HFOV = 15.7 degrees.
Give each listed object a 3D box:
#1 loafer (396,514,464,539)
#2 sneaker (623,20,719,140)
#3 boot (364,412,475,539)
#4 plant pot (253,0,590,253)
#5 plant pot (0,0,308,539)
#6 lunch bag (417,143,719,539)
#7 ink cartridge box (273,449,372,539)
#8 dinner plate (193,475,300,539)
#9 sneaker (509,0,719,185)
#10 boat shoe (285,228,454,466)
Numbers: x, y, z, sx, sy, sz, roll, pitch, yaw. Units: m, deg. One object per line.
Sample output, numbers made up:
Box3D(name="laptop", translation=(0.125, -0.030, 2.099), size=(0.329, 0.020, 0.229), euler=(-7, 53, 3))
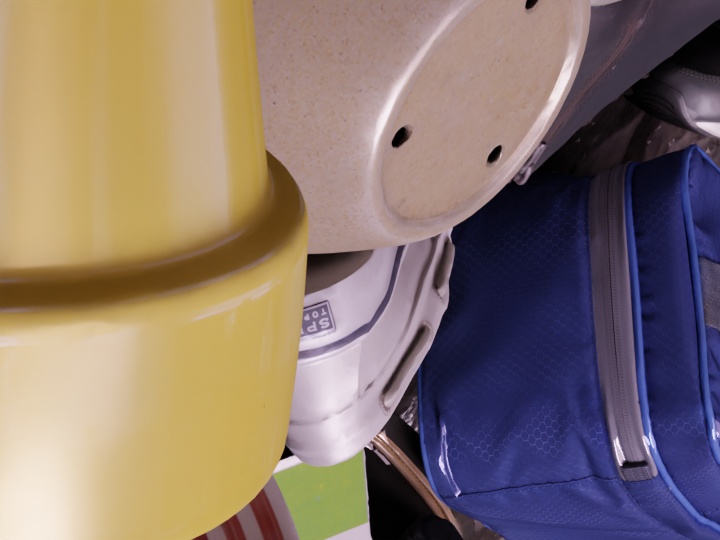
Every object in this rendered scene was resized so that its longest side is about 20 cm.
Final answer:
Box3D(name="loafer", translation=(0.028, 0.154, 1.022), size=(0.072, 0.073, 0.200), euler=(-31, 154, -3))
Box3D(name="sneaker", translation=(0.173, -0.123, 1.081), size=(0.200, 0.074, 0.085), euler=(-39, 145, -43))
Box3D(name="boot", translation=(-0.025, 0.131, 1.060), size=(0.138, 0.077, 0.200), euler=(-40, 150, -14))
Box3D(name="plant pot", translation=(-0.013, -0.082, 0.757), size=(0.200, 0.134, 0.201), euler=(-38, 150, -27))
Box3D(name="plant pot", translation=(-0.104, -0.054, 0.602), size=(0.200, 0.200, 0.190), euler=(-16, 121, -49))
Box3D(name="lunch bag", translation=(0.113, 0.039, 1.042), size=(0.200, 0.132, 0.137), euler=(35, 52, -64))
Box3D(name="ink cartridge box", translation=(-0.070, 0.140, 0.954), size=(0.147, 0.076, 0.201), euler=(-19, 129, -21))
Box3D(name="dinner plate", translation=(-0.106, 0.081, 0.692), size=(0.200, 0.200, 0.024), euler=(-24, 159, -43))
Box3D(name="sneaker", translation=(0.100, -0.104, 0.992), size=(0.199, 0.075, 0.106), euler=(-18, 146, -44))
Box3D(name="boat shoe", translation=(0.000, 0.000, 0.857), size=(0.200, 0.072, 0.066), euler=(-77, 153, -68))
